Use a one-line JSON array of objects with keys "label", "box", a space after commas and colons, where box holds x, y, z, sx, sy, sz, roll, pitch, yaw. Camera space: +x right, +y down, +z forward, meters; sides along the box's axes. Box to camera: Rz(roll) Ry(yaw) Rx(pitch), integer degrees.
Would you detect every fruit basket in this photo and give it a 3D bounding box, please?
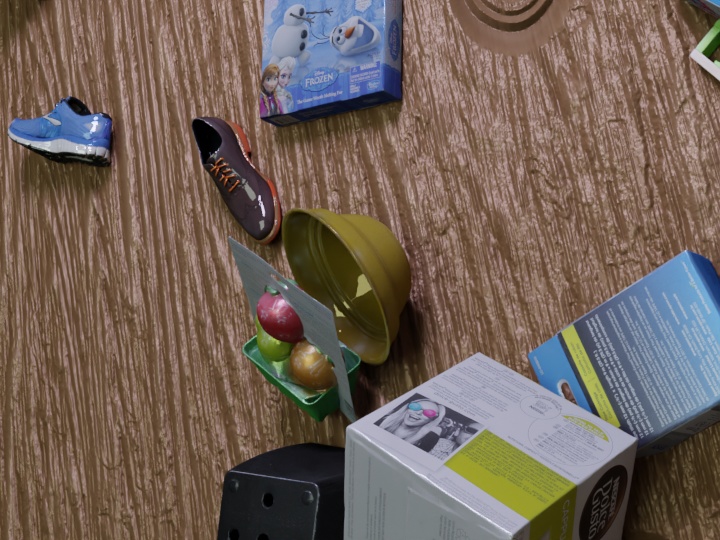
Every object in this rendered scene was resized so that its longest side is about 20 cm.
[{"label": "fruit basket", "box": [-0.070, 0.068, 1.351, 0.185, 0.093, 0.202, 34, 145, 37]}]

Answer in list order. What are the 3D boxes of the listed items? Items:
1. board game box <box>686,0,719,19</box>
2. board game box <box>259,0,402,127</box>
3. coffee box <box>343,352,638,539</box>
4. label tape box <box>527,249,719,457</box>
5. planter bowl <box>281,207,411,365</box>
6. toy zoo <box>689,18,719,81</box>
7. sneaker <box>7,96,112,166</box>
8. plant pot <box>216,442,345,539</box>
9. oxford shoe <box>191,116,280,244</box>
[{"label": "board game box", "box": [0.392, -0.339, 1.135, 0.201, 0.064, 0.148, -56, 39, 13]}, {"label": "board game box", "box": [-0.038, -0.297, 1.483, 0.198, 0.043, 0.202, -7, 75, 36]}, {"label": "coffee box", "box": [0.120, 0.234, 1.121, 0.199, 0.197, 0.202, 27, 127, 38]}, {"label": "label tape box", "box": [0.280, 0.096, 1.152, 0.199, 0.066, 0.145, -37, 60, 28]}, {"label": "planter bowl", "box": [0.000, 0.000, 1.344, 0.083, 0.202, 0.200, -32, 51, -24]}, {"label": "toy zoo", "box": [0.430, -0.249, 1.135, 0.201, 0.020, 0.131, -51, 55, 18]}, {"label": "sneaker", "box": [-0.441, -0.211, 1.759, 0.198, 0.078, 0.090, 10, 79, 29]}, {"label": "plant pot", "box": [-0.050, 0.296, 1.289, 0.198, 0.177, 0.202, 2, 82, 36]}, {"label": "oxford shoe", "box": [-0.167, -0.117, 1.525, 0.071, 0.072, 0.201, -43, 59, 21]}]
